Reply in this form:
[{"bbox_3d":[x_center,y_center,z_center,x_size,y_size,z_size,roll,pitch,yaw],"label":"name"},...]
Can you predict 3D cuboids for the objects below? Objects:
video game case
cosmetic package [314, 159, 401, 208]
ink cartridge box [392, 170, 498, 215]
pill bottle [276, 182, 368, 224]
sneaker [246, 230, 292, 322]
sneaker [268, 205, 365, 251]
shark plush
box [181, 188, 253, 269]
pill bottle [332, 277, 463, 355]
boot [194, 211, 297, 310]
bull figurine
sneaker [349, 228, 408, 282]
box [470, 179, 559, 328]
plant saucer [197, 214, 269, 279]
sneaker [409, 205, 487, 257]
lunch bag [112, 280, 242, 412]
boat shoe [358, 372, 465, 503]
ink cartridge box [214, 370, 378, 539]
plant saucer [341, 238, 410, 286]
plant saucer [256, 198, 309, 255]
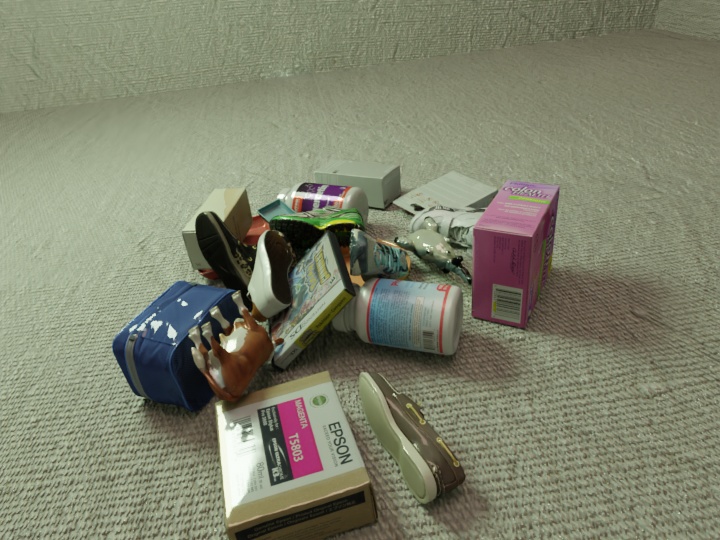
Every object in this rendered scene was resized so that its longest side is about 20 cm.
[{"bbox_3d":[-0.092,0.044,0.904,0.181,0.025,0.200,-47,29,16],"label":"video game case"},{"bbox_3d":[-0.006,-0.224,1.365,0.199,0.091,0.107,7,31,26],"label":"cosmetic package"},{"bbox_3d":[0.204,-0.162,1.280,0.200,0.050,0.162,-30,39,-20],"label":"ink cartridge box"},{"bbox_3d":[-0.089,-0.141,1.222,0.199,0.113,0.113,9,35,23],"label":"pill bottle"},{"bbox_3d":[-0.174,0.007,0.963,0.085,0.073,0.200,-39,34,25],"label":"sneaker"},{"bbox_3d":[-0.090,-0.092,1.111,0.199,0.078,0.085,2,39,-1],"label":"sneaker"},{"bbox_3d":[0.159,-0.032,1.036,0.091,0.083,0.200,-42,43,-21],"label":"shark plush"},{"bbox_3d":[-0.297,-0.092,1.132,0.077,0.095,0.200,-1,34,7],"label":"box"},{"bbox_3d":[0.060,0.070,0.863,0.199,0.109,0.109,6,34,18],"label":"pill bottle"},{"bbox_3d":[-0.215,-0.041,1.032,0.073,0.200,0.151,-27,8,42],"label":"boot"},{"bbox_3d":[-0.174,0.106,0.765,0.065,0.122,0.200,-30,12,11],"label":"bull figurine"},{"bbox_3d":[0.035,-0.024,0.894,0.086,0.078,0.200,0,-7,14],"label":"sneaker"},{"bbox_3d":[0.270,-0.034,0.929,0.096,0.177,0.200,11,35,26],"label":"box"},{"bbox_3d":[-0.270,-0.051,1.183,0.199,0.037,0.200,-18,34,-17],"label":"plant saucer"},{"bbox_3d":[0.204,-0.082,1.110,0.199,0.075,0.115,-1,29,2],"label":"sneaker"},{"bbox_3d":[-0.274,0.105,0.838,0.132,0.136,0.200,8,35,22],"label":"lunch bag"},{"bbox_3d":[0.059,0.202,0.691,0.059,0.072,0.200,-13,36,-22],"label":"boat shoe"},{"bbox_3d":[-0.088,0.232,0.664,0.164,0.075,0.200,-15,32,-12],"label":"ink cartridge box"},{"bbox_3d":[0.000,0.000,1.053,0.199,0.038,0.200,-5,31,3],"label":"plant saucer"},{"bbox_3d":[-0.134,-0.081,1.154,0.200,0.019,0.070,39,50,19],"label":"plant saucer"}]
